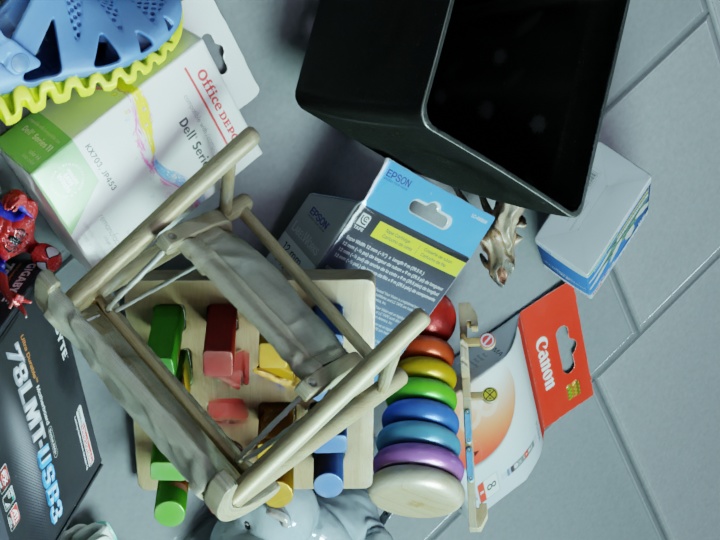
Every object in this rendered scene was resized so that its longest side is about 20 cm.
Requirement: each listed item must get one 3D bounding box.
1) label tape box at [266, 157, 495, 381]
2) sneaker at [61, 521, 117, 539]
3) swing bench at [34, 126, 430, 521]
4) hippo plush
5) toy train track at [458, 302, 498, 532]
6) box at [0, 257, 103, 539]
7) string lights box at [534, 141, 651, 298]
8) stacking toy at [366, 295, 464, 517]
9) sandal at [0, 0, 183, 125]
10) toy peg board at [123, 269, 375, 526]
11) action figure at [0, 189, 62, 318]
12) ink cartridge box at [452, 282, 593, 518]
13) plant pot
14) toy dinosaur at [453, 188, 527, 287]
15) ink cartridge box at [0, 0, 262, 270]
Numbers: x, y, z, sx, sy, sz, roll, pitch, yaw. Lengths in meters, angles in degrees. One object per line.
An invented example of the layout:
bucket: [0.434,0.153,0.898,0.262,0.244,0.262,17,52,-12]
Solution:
label tape box: [0.000,0.000,1.355,0.143,0.066,0.201,23,105,-43]
sneaker: [-0.213,0.252,1.338,0.199,0.075,0.090,18,89,-42]
swing bench: [-0.093,0.046,1.142,0.199,0.199,0.130,-38,165,-20]
hippo plush: [-0.042,0.242,1.404,0.160,0.159,0.201,32,92,-45]
toy train track: [0.107,0.128,1.427,0.115,0.032,0.203,74,14,-72]
box: [-0.260,0.127,1.168,0.199,0.049,0.202,-63,153,-53]
string lights box: [0.211,-0.042,1.460,0.103,0.059,0.200,-56,168,0]
stacking toy: [0.057,0.110,1.420,0.085,0.085,0.202,38,49,-44]
sandal: [-0.211,-0.163,1.112,0.199,0.079,0.088,-26,123,-28]
toy peg board: [-0.087,0.111,1.274,0.196,0.098,0.202,0,120,-1]
action figure: [-0.273,-0.041,1.097,0.199,0.099,0.066,35,92,-39]
ink cartridge box: [0.158,0.128,1.582,0.199,0.050,0.164,-31,129,-19]
plant pot: [0.068,-0.168,1.240,0.199,0.176,0.202,25,75,-43]
toy dinosaur: [0.139,-0.101,1.419,0.201,0.085,0.136,-63,-177,-29]
ink cartridge box: [-0.153,-0.103,1.193,0.200,0.067,0.118,-41,132,-14]
